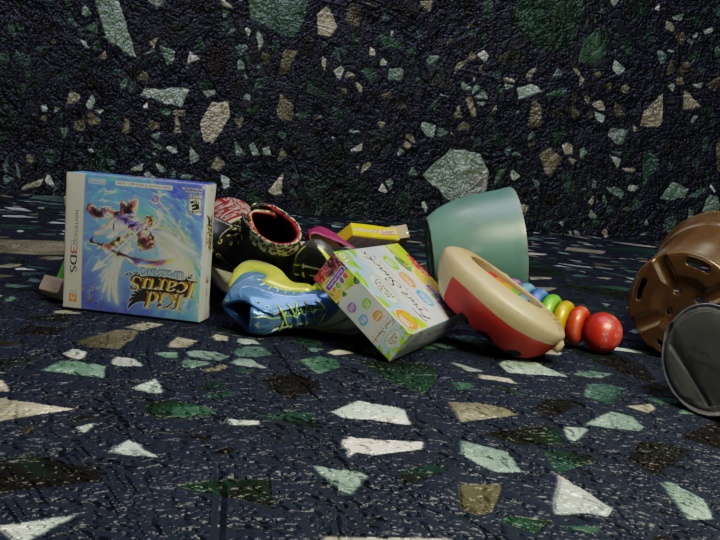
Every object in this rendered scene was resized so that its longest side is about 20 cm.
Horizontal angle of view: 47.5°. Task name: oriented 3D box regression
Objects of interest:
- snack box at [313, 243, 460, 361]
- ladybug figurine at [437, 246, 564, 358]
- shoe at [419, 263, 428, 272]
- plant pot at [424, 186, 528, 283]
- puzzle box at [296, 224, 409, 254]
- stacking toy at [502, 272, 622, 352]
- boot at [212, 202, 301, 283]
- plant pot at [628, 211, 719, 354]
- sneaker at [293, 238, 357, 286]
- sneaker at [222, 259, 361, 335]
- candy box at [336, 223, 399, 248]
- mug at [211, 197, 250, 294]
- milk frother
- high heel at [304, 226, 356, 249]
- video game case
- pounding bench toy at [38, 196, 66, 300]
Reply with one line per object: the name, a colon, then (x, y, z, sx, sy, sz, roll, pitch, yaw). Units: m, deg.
snack box: (0.044, 0.034, 1.063, 0.142, 0.053, 0.199, 45, 22, 16)
ladybug figurine: (0.175, 0.047, 1.062, 0.199, 0.073, 0.135, 40, 14, 26)
shoe: (0.074, 0.007, 1.527, 0.197, 0.054, 0.070, 2, 8, -23)
plant pot: (0.199, -0.040, 1.462, 0.158, 0.205, 0.201, -6, 8, -1)
puzzle box: (-0.020, -0.029, 1.462, 0.196, 0.026, 0.133, -10, -20, -15)
stacking toy: (0.272, 0.068, 1.158, 0.197, 0.087, 0.085, 17, 13, 30)
boot: (-0.164, -0.052, 1.144, 0.202, 0.074, 0.154, 33, -30, 10)
plant pot: (0.486, 0.031, 1.169, 0.198, 0.204, 0.197, 10, 18, 36)
sneaker: (-0.035, -0.003, 1.141, 0.073, 0.082, 0.200, 9, -19, 20)
sneaker: (-0.090, 0.059, 1.062, 0.197, 0.077, 0.105, 17, 40, 13)
candy box: (-0.033, -0.023, 1.388, 0.101, 0.027, 0.199, 1, -25, -40)
mug: (-0.222, -0.047, 1.342, 0.174, 0.136, 0.200, -3, 18, -18)
milk frother: (0.456, 0.058, 0.862, 0.185, 0.204, 0.180, 0, 13, -31)
high heel: (0.000, 0.000, 1.257, 0.199, 0.068, 0.096, 40, 0, 4)
video game case: (-0.298, -0.033, 1.100, 0.196, 0.185, 0.045, 6, 9, 7)
pounding bench toy: (-0.383, -0.044, 1.218, 0.122, 0.159, 0.199, 8, 9, 24)
